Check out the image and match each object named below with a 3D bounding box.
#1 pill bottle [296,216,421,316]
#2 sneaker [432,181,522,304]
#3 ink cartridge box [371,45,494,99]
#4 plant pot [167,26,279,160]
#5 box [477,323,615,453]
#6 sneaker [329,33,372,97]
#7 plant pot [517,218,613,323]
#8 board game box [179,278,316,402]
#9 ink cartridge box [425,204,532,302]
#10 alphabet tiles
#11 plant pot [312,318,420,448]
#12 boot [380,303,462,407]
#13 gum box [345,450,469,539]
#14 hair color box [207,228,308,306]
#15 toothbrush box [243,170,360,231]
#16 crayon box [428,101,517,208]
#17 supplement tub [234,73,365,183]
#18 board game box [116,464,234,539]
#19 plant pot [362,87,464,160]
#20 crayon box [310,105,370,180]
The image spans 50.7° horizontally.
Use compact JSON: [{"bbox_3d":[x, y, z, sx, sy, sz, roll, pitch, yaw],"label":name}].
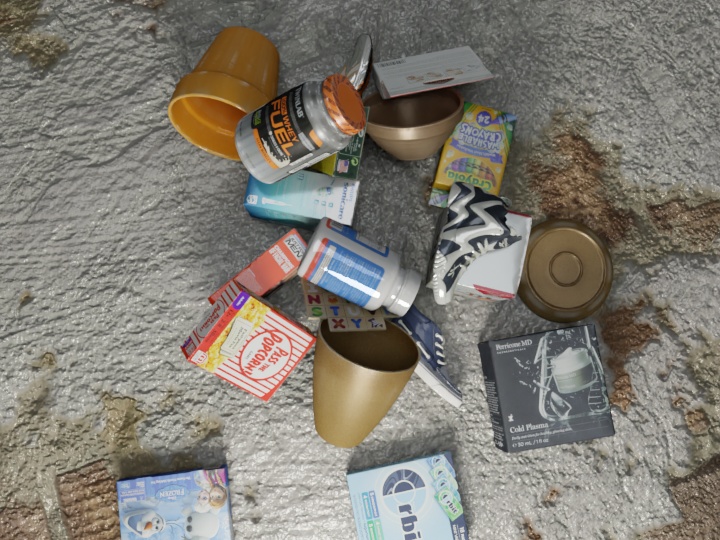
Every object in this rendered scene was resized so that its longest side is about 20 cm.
[{"bbox_3d":[0.000,0.000,1.302,0.198,0.112,0.113,27,83,-7],"label":"pill bottle"},{"bbox_3d":[0.191,-0.036,1.221,0.128,0.080,0.202,11,76,10],"label":"sneaker"},{"bbox_3d":[0.133,-0.356,1.416,0.197,0.174,0.044,-12,127,-4],"label":"ink cartridge box"},{"bbox_3d":[-0.231,-0.335,1.400,0.197,0.201,0.186,15,68,0],"label":"plant pot"},{"bbox_3d":[0.332,0.212,1.378,0.197,0.124,0.200,-9,82,-2],"label":"box"},{"bbox_3d":[-0.033,-0.365,1.458,0.091,0.076,0.203,15,82,5],"label":"sneaker"},{"bbox_3d":[0.389,-0.002,1.450,0.197,0.027,0.204,0,83,-1],"label":"plant pot"},{"bbox_3d":[-0.193,0.127,1.339,0.152,0.046,0.199,-51,131,3],"label":"board game box"},{"bbox_3d":[0.205,-0.030,1.362,0.143,0.200,0.147,12,86,1],"label":"ink cartridge box"},{"bbox_3d":[-0.021,0.041,1.364,0.164,0.201,0.006,0,127,-12],"label":"alphabet tiles"},{"bbox_3d":[-0.011,0.204,1.340,0.184,0.187,0.202,18,115,1],"label":"plant pot"},{"bbox_3d":[0.133,0.154,1.401,0.200,0.073,0.090,44,90,4],"label":"boot"},{"bbox_3d":[0.085,0.435,1.384,0.197,0.045,0.173,-12,84,-2],"label":"gum box"},{"bbox_3d":[-0.177,0.015,1.391,0.199,0.111,0.064,-40,87,-5],"label":"hair color box"},{"bbox_3d":[-0.104,-0.127,1.391,0.197,0.146,0.087,12,83,1],"label":"toothbrush box"},{"bbox_3d":[0.215,-0.212,1.456,0.124,0.052,0.203,15,84,0],"label":"crayon box"},{"bbox_3d":[-0.097,-0.232,1.235,0.198,0.122,0.124,-23,83,29],"label":"supplement tub"},{"bbox_3d":[-0.330,0.466,1.370,0.197,0.043,0.202,-7,85,-2],"label":"board game box"},{"bbox_3d":[0.096,-0.268,1.417,0.198,0.202,0.094,-9,124,-2],"label":"plant pot"},{"bbox_3d":[-0.052,-0.242,1.370,0.050,0.200,0.129,6,102,-25],"label":"crayon box"}]
